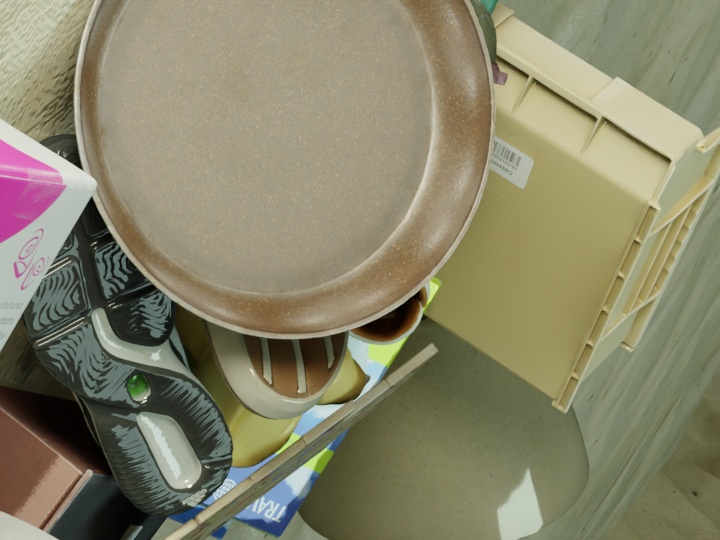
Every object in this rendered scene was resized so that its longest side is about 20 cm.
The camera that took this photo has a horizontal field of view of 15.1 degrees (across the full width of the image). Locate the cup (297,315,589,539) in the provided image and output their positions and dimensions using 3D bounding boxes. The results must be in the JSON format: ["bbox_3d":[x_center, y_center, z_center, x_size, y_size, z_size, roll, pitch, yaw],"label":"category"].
[{"bbox_3d":[0.048,0.079,1.808,0.200,0.200,0.143,-41,132,-50],"label":"cup"}]

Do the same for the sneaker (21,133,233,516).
[{"bbox_3d":[-0.128,0.011,1.247,0.076,0.115,0.201,-27,125,-14],"label":"sneaker"}]

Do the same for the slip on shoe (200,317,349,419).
[{"bbox_3d":[-0.058,-0.003,1.278,0.076,0.200,0.061,19,130,-35],"label":"slip on shoe"}]

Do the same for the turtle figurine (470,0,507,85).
[{"bbox_3d":[0.029,-0.117,1.410,0.150,0.101,0.200,15,99,-66],"label":"turtle figurine"}]

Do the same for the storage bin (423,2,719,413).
[{"bbox_3d":[0.087,-0.056,1.556,0.094,0.200,0.199,-40,159,-45],"label":"storage bin"}]

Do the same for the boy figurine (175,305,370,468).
[{"bbox_3d":[-0.050,0.038,1.368,0.064,0.124,0.200,-58,-165,17],"label":"boy figurine"}]

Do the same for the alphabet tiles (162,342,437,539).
[{"bbox_3d":[-0.049,0.106,1.378,0.200,0.008,0.167,-36,175,-23],"label":"alphabet tiles"}]

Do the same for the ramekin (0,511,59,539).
[{"bbox_3d":[-0.177,0.185,1.199,0.202,0.202,0.094,106,9,-50],"label":"ramekin"}]

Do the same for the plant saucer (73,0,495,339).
[{"bbox_3d":[-0.035,-0.071,1.184,0.200,0.200,0.032,-53,-159,-16],"label":"plant saucer"}]

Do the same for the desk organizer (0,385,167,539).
[{"bbox_3d":[-0.154,0.107,1.329,0.072,0.077,0.200,-53,169,1],"label":"desk organizer"}]

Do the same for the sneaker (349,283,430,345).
[{"bbox_3d":[0.000,0.000,1.390,0.200,0.073,0.085,52,32,-82],"label":"sneaker"}]

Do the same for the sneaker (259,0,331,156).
[{"bbox_3d":[-0.028,-0.133,1.266,0.074,0.082,0.200,44,62,-44],"label":"sneaker"}]

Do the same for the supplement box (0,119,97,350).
[{"bbox_3d":[-0.195,0.026,0.951,0.200,0.103,0.101,-58,166,7],"label":"supplement box"}]

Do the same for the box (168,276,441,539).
[{"bbox_3d":[-0.056,0.060,1.523,0.122,0.048,0.200,28,96,-40],"label":"box"}]
